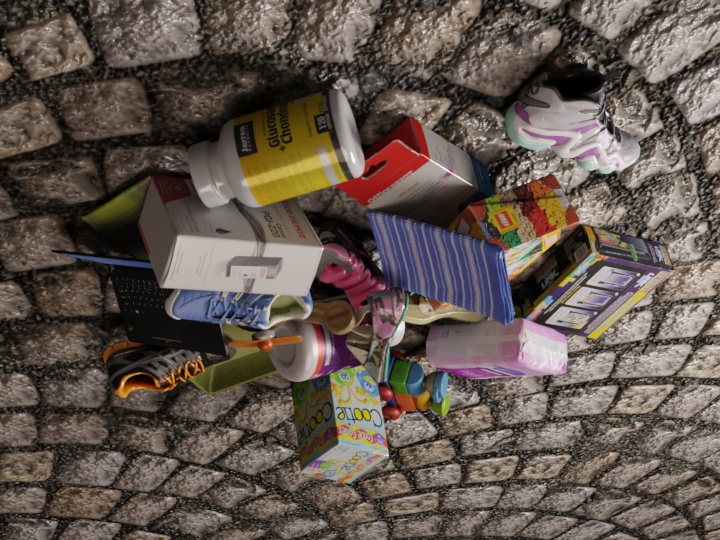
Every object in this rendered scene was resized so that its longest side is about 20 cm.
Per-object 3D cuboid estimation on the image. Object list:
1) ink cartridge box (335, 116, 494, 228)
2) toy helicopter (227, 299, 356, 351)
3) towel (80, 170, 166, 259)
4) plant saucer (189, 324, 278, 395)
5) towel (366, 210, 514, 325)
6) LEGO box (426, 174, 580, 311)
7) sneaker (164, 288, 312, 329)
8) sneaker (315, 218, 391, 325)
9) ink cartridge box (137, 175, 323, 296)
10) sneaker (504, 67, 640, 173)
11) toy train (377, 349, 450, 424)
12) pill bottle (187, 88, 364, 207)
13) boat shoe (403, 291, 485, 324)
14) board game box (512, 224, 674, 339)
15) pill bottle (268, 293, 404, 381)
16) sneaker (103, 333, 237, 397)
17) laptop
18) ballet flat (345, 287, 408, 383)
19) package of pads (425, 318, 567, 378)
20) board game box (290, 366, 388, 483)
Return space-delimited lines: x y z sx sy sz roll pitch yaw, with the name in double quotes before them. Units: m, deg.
"ink cartridge box" 0.068 -0.123 1.496 0.116 0.067 0.200 -34 138 30
"toy helicopter" -0.102 0.059 1.585 0.199 0.133 0.079 11 163 21
"towel" -0.262 -0.057 1.551 0.143 0.023 0.200 -28 140 25
"plant saucer" -0.197 0.103 1.764 0.199 0.048 0.200 -20 144 14
"towel" 0.105 -0.003 1.491 0.199 0.024 0.145 17 144 28
"LEGO box" 0.180 -0.036 1.555 0.148 0.077 0.200 -21 166 -27
"sneaker" -0.154 0.036 1.485 0.199 0.077 0.076 -7 124 -24
"sneaker" 0.000 0.000 1.621 0.079 0.096 0.200 -22 134 22
"ink cartridge box" -0.166 -0.043 1.460 0.199 0.146 0.085 6 123 -29
"sneaker" 0.295 -0.199 1.436 0.199 0.078 0.140 9 141 -24
"toy train" 0.099 0.219 1.928 0.115 0.085 0.200 9 149 20
"pill bottle" -0.103 -0.142 1.392 0.199 0.112 0.112 -16 144 8
"boat shoe" 0.118 0.035 1.732 0.199 0.073 0.063 -1 139 -31
"board game box" 0.357 0.022 1.774 0.165 0.057 0.200 10 140 -28
"pill bottle" -0.033 0.093 1.705 0.199 0.113 0.113 -10 151 -37
"sneaker" -0.278 0.139 1.688 0.199 0.077 0.078 -12 143 1
"laptop" -0.294 0.045 1.550 0.177 0.103 0.201 6 121 28
"ballet flat" 0.018 0.088 1.608 0.071 0.069 0.200 7 143 -4
"package of pads" 0.213 0.125 1.805 0.199 0.076 0.120 -8 157 45
"board game box" -0.038 0.220 1.831 0.103 0.201 0.105 20 135 -35
